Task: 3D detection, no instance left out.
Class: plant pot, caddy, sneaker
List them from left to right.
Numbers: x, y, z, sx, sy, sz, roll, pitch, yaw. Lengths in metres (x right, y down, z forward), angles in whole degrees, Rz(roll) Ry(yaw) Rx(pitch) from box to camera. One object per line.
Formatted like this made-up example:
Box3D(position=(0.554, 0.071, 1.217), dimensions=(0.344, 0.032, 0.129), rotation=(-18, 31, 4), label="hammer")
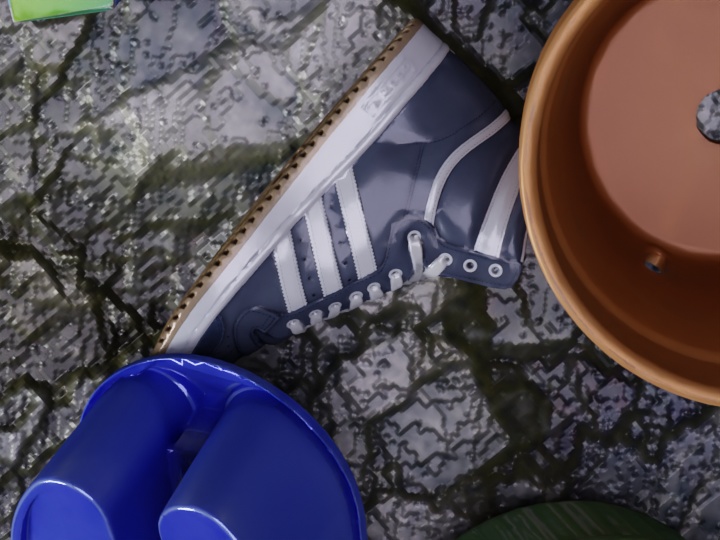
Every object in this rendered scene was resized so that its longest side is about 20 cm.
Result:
Box3D(position=(-0.067, 0.132, 1.098), dimensions=(0.141, 0.105, 0.201), rotation=(10, 124, 25), label="caddy")
Box3D(position=(0.000, 0.000, 1.104), dimensions=(0.108, 0.070, 0.200), rotation=(39, 96, -6), label="sneaker")
Box3D(position=(0.162, -0.055, 1.058), dimensions=(0.199, 0.140, 0.201), rotation=(0, 101, 0), label="plant pot")

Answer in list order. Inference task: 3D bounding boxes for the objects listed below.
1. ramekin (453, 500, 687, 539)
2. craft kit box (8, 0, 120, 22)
Box3D(position=(0.098, 0.200, 1.119), dimensions=(0.199, 0.098, 0.201), rotation=(-2, 104, -9), label="ramekin")
Box3D(position=(-0.122, -0.208, 0.995), dimensions=(0.048, 0.200, 0.199), rotation=(-7, 101, 3), label="craft kit box")
